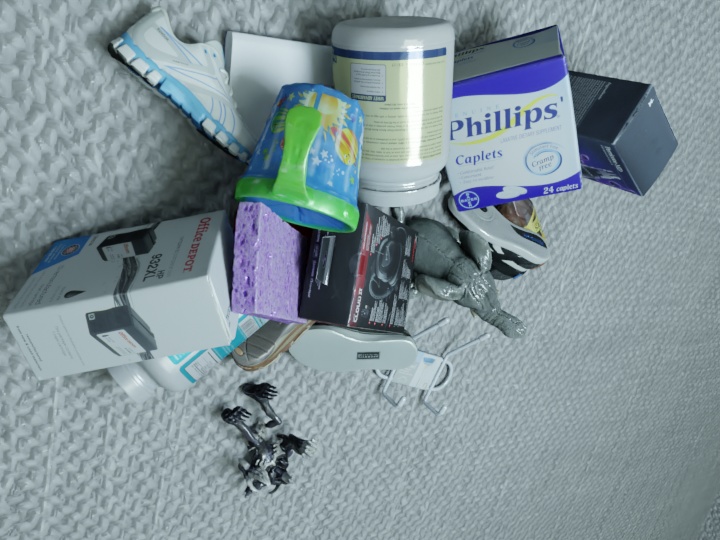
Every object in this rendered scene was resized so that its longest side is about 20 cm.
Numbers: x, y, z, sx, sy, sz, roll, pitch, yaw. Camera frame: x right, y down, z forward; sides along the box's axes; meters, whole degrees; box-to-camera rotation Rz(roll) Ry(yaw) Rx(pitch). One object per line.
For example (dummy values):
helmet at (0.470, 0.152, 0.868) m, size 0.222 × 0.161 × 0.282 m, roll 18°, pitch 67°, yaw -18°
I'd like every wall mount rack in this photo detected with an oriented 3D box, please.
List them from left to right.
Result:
wall mount rack at (0.126, 0.158, 1.059) m, size 0.199 × 0.074 × 0.176 m, roll 21°, pitch 98°, yaw -41°

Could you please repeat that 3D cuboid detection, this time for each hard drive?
hard drive at (-0.076, -0.213, 0.766) m, size 0.198 × 0.025 × 0.134 m, roll -5°, pitch 115°, yaw -35°

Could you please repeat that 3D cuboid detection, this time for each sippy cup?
sippy cup at (-0.055, -0.122, 0.660) m, size 0.138 × 0.177 × 0.132 m, roll 16°, pitch 85°, yaw -34°

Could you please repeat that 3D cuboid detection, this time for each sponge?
sponge at (-0.097, 0.000, 0.705) m, size 0.200 × 0.029 × 0.113 m, roll 38°, pitch 52°, yaw -78°

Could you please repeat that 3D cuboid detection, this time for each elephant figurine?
elephant figurine at (0.146, 0.003, 0.916) m, size 0.153 × 0.200 × 0.143 m, roll -1°, pitch 112°, yaw -35°

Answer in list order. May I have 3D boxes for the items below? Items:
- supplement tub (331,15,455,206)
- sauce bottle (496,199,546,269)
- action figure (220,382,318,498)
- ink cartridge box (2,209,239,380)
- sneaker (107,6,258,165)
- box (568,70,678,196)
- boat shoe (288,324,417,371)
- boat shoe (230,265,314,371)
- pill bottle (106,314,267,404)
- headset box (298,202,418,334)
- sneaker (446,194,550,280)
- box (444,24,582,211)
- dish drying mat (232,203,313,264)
supplement tub at (0.039, -0.194, 0.747) m, size 0.143 × 0.145 × 0.203 m, roll -17°, pitch 121°, yaw -28°
sauce bottle at (0.271, -0.087, 1.053) m, size 0.066 × 0.066 × 0.201 m, roll -43°, pitch 132°, yaw -11°
action figure at (-0.133, 0.268, 0.908) m, size 0.119 × 0.101 × 0.202 m, roll -38°, pitch 128°, yaw -30°
ink cartridge box at (-0.230, 0.020, 0.637) m, size 0.197 × 0.146 × 0.085 m, roll -10°, pitch 121°, yaw 2°
sneaker at (-0.162, -0.196, 0.664) m, size 0.200 × 0.075 × 0.087 m, roll 42°, pitch 81°, yaw -30°
box at (0.366, -0.221, 0.969) m, size 0.148 × 0.199 × 0.105 m, roll 36°, pitch 89°, yaw -41°
boat shoe at (-0.013, 0.110, 0.937) m, size 0.197 × 0.064 × 0.072 m, roll 7°, pitch 115°, yaw -13°
boat shoe at (-0.102, 0.063, 0.859) m, size 0.199 × 0.076 × 0.072 m, roll -39°, pitch 159°, yaw -25°
pill bottle at (-0.207, 0.069, 0.750) m, size 0.199 × 0.110 × 0.111 m, roll -40°, pitch 129°, yaw -14°
headset box at (0.000, 0.000, 0.806) m, size 0.199 × 0.076 × 0.151 m, roll 16°, pitch 81°, yaw -62°
sneaker at (0.204, -0.042, 1.023) m, size 0.198 × 0.074 × 0.112 m, roll 29°, pitch 139°, yaw -15°
box at (0.200, -0.203, 0.857) m, size 0.181 × 0.106 × 0.201 m, roll -9°, pitch 128°, yaw 20°
dish drying mat at (-0.080, -0.049, 0.832) m, size 0.198 × 0.018 × 0.078 m, roll 14°, pitch 77°, yaw -40°
